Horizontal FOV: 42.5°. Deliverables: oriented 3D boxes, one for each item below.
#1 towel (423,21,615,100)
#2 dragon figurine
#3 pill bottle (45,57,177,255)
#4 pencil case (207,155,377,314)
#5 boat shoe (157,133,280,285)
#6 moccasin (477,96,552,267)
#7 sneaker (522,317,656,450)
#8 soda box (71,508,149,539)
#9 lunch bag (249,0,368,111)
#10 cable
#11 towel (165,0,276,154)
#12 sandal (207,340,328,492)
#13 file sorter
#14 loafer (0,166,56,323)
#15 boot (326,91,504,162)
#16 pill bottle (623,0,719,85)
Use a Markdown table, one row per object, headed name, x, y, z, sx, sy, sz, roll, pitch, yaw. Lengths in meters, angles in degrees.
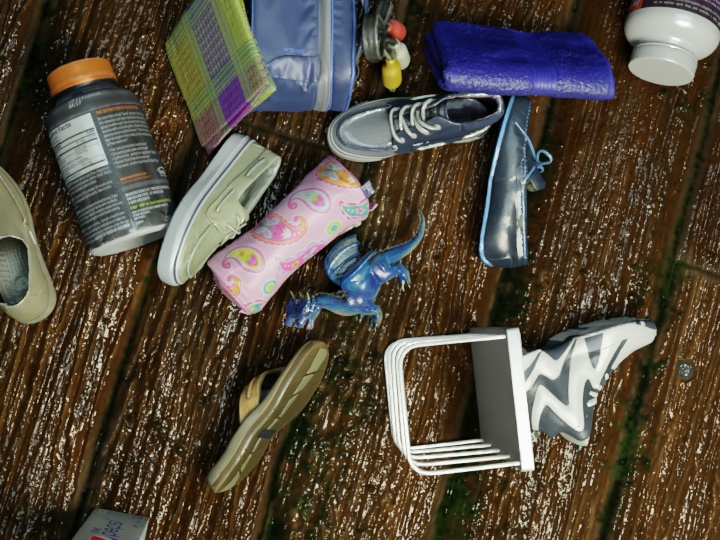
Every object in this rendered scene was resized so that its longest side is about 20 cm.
| name | x | y | z | sx | sy | sz | roll | pitch | yaw |
| --- | --- | --- | --- | --- | --- | --- | --- | --- | --- |
| towel | 0.179 | -0.243 | 1.057 | 0.199 | 0.148 | 0.050 | 1 | 120 | -8 |
| dragon figurine | 0.000 | 0.000 | 1.036 | 0.099 | 0.059 | 0.200 | 39 | 89 | -36 |
| pill bottle | -0.274 | -0.126 | 1.006 | 0.106 | 0.106 | 0.201 | -19 | 89 | -8 |
| pencil case | -0.077 | -0.039 | 1.037 | 0.200 | 0.087 | 0.088 | -41 | 92 | -9 |
| boat shoe | -0.153 | -0.067 | 1.010 | 0.062 | 0.072 | 0.201 | 20 | 64 | 12 |
| moccasin | 0.184 | -0.102 | 1.084 | 0.068 | 0.080 | 0.201 | 9 | 98 | 8 |
| sneaker | 0.260 | 0.137 | 1.074 | 0.198 | 0.079 | 0.130 | -18 | 94 | -12 |
| soda box | -0.259 | 0.297 | 0.932 | 0.063 | 0.200 | 0.069 | 13 | 86 | -7 |
| lunch bag | -0.058 | -0.278 | 1.029 | 0.132 | 0.136 | 0.201 | 1 | 85 | -8 |
| cable | 0.031 | -0.258 | 1.009 | 0.050 | 0.200 | 0.098 | 5 | 92 | 2 |
| towel | -0.153 | -0.221 | 0.989 | 0.023 | 0.200 | 0.144 | -17 | 85 | -31 |
| sandal | -0.111 | 0.154 | 1.026 | 0.054 | 0.080 | 0.200 | 36 | 86 | 21 |
| file sorter | 0.096 | 0.136 | 0.993 | 0.124 | 0.200 | 0.139 | -5 | 87 | -4 |
| loafer | -0.391 | -0.038 | 1.003 | 0.075 | 0.068 | 0.201 | -27 | 90 | -8 |
| boot | 0.062 | -0.174 | 1.060 | 0.199 | 0.090 | 0.073 | -12 | 88 | -8 |
| pill bottle | 0.383 | -0.329 | 1.101 | 0.112 | 0.112 | 0.201 | 18 | 84 | -6 |
